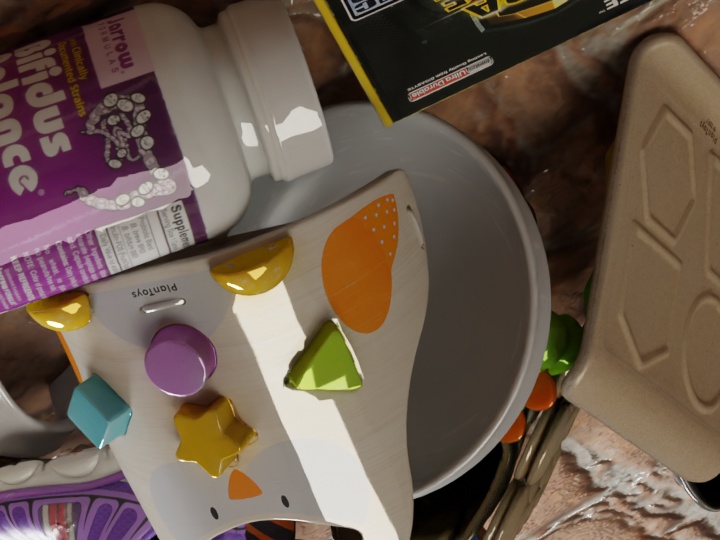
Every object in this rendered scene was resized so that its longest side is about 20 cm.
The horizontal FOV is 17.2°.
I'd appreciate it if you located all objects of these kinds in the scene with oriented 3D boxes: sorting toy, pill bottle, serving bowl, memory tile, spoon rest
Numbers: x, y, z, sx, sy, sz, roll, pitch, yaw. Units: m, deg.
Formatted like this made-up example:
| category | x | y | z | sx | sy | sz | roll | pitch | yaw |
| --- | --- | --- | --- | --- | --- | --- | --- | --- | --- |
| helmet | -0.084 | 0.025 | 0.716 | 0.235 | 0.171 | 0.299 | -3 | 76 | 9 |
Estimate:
| category | x | y | z | sx | sy | sz | roll | pitch | yaw |
| --- | --- | --- | --- | --- | --- | --- | --- | --- | --- |
| sorting toy | -0.057 | 0.067 | 1.138 | 0.199 | 0.181 | 0.107 | -12 | -164 | 22 |
| pill bottle | -0.118 | -0.055 | 1.077 | 0.199 | 0.113 | 0.112 | -20 | 148 | -4 |
| sorting toy | 0.168 | -0.003 | 1.290 | 0.036 | 0.201 | 0.185 | 5 | 163 | 34 |
| serving bowl | 0.012 | 0.019 | 1.194 | 0.200 | 0.201 | 0.066 | -36 | 158 | 22 |
| memory tile | 0.114 | 0.086 | 1.365 | 0.154 | 0.017 | 0.200 | -66 | 172 | 9 |
| spoon rest | -0.213 | 0.057 | 1.234 | 0.199 | 0.061 | 0.099 | 16 | 131 | -45 |

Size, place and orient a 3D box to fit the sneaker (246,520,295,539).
| category | x | y | z | sx | sy | sz | roll | pitch | yaw |
| --- | --- | --- | --- | --- | --- | --- | --- | --- | --- |
| sneaker | -0.101 | 0.168 | 1.369 | 0.112 | 0.078 | 0.201 | 24 | 96 | -35 |

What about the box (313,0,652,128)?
| category | x | y | z | sx | sy | sz | roll | pitch | yaw |
| --- | --- | --- | --- | --- | --- | --- | --- | --- | --- |
| box | 0.071 | -0.163 | 1.093 | 0.199 | 0.050 | 0.160 | -25 | 146 | 5 |

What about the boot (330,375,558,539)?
| category | x | y | z | sx | sy | sz | roll | pitch | yaw |
| --- | --- | --- | --- | --- | --- | --- | --- | --- | --- |
| boot | 0.035 | 0.127 | 1.396 | 0.200 | 0.072 | 0.155 | -47 | -175 | 27 |

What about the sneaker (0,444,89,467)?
| category | x | y | z | sx | sy | sz | roll | pitch | yaw |
| --- | --- | --- | --- | --- | --- | --- | --- | --- | --- |
| sneaker | -0.230 | 0.112 | 1.316 | 0.199 | 0.070 | 0.076 | 15 | 116 | -50 |

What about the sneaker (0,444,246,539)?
| category | x | y | z | sx | sy | sz | roll | pitch | yaw |
| --- | --- | --- | --- | --- | --- | --- | --- | --- | --- |
| sneaker | -0.144 | 0.138 | 1.242 | 0.199 | 0.084 | 0.080 | -18 | 160 | 33 |

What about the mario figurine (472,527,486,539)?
| category | x | y | z | sx | sy | sz | roll | pitch | yaw |
| --- | --- | --- | --- | --- | --- | --- | --- | --- | --- |
| mario figurine | 0.008 | 0.232 | 1.528 | 0.199 | 0.106 | 0.124 | -19 | 145 | -48 |

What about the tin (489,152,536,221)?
| category | x | y | z | sx | sy | sz | roll | pitch | yaw |
| --- | --- | --- | --- | --- | --- | --- | --- | --- | --- |
| tin | 0.000 | 0.000 | 1.298 | 0.199 | 0.042 | 0.112 | -28 | 151 | 10 |

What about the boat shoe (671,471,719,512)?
| category | x | y | z | sx | sy | sz | roll | pitch | yaw |
| --- | --- | --- | --- | --- | --- | --- | --- | --- | --- |
| boat shoe | 0.198 | 0.052 | 1.400 | 0.066 | 0.057 | 0.201 | -13 | 120 | 0 |

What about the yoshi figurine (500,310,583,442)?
| category | x | y | z | sx | sy | sz | roll | pitch | yaw |
| --- | --- | --- | --- | --- | --- | --- | --- | --- | --- |
| yoshi figurine | 0.026 | 0.044 | 1.284 | 0.199 | 0.112 | 0.112 | -23 | 106 | 27 |
